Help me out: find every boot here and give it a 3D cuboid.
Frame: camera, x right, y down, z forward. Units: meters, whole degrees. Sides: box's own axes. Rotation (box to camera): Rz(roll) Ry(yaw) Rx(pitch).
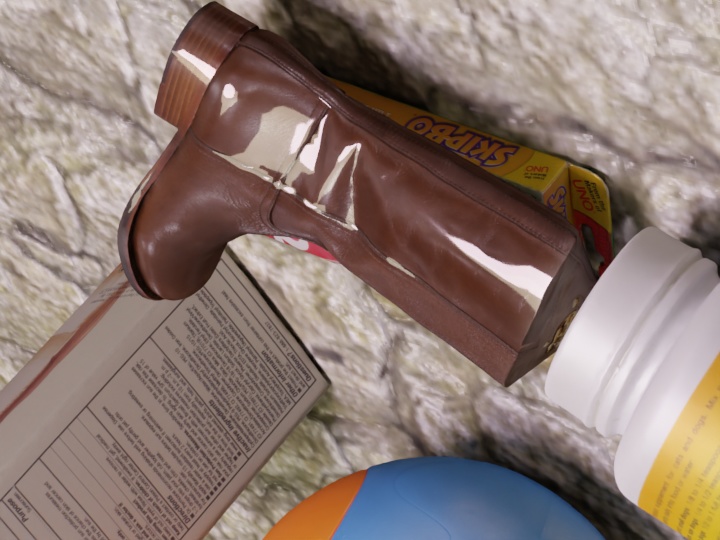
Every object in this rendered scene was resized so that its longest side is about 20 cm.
[{"bbox_3d":[0.000,0.000,1.041,0.200,0.064,0.186,31,147,11],"label":"boot"}]

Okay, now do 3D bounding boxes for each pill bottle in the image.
[{"bbox_3d":[0.171,0.068,0.928,0.200,0.109,0.109,33,148,15],"label":"pill bottle"}]

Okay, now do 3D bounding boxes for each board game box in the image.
[{"bbox_3d":[0.020,-0.030,1.060,0.200,0.030,0.096,19,142,29],"label":"board game box"}]

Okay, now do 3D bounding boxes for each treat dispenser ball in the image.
[{"bbox_3d":[0.034,0.185,1.138,0.201,0.201,0.201,29,146,21],"label":"treat dispenser ball"}]

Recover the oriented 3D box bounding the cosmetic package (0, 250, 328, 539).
[{"bbox_3d":[-0.122,0.089,1.193,0.087,0.200,0.103,-10,121,51],"label":"cosmetic package"}]
